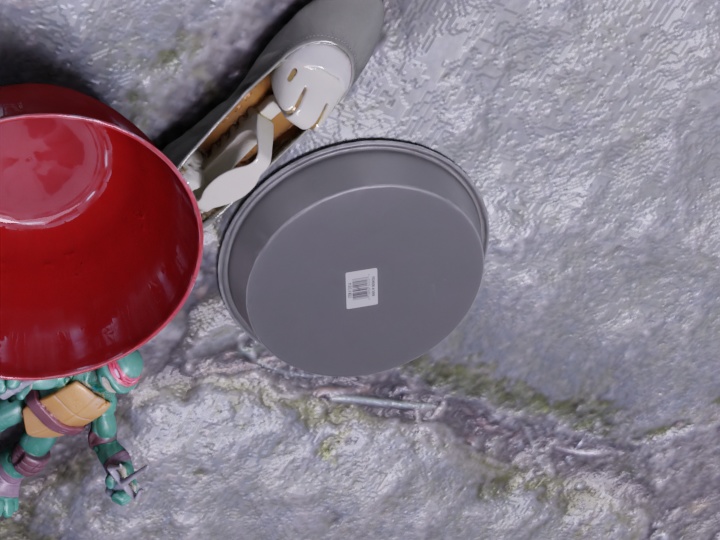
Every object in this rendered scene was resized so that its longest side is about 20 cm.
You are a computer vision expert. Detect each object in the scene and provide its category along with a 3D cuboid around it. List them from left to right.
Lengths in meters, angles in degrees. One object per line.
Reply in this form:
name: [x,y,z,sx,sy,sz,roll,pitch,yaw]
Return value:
mixing bowl: [-0.204,-0.040,1.055,0.199,0.109,0.201,-8,128,-10]
turtle figurine: [-0.210,0.103,1.178,0.200,0.101,0.150,-30,121,27]
ballet flat: [-0.054,-0.098,1.084,0.200,0.064,0.067,-42,128,17]
cake pan: [0.000,0.000,1.198,0.199,0.037,0.201,-8,130,-10]
